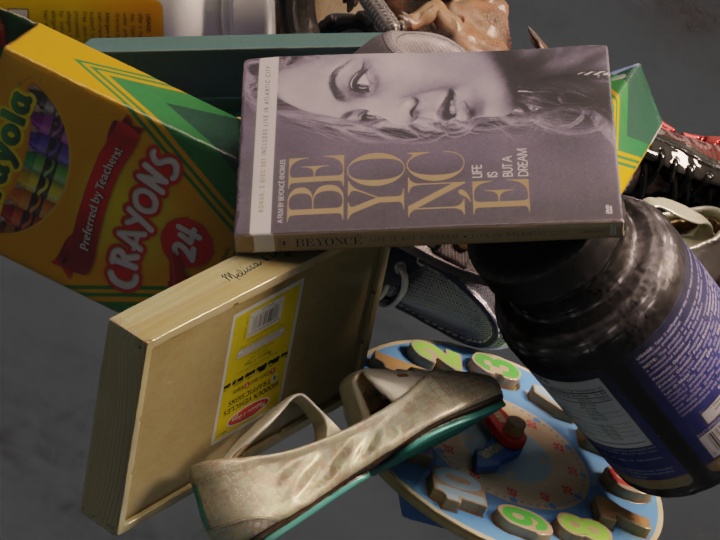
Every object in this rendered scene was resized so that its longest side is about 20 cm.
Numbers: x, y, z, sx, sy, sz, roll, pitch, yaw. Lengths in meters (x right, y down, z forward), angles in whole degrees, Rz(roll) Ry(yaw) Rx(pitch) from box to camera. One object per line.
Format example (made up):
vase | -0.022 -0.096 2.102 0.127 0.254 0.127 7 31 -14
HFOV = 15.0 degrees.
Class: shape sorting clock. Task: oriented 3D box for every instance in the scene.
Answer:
shape sorting clock | 0.083 0.102 1.564 0.200 0.039 0.200 17 29 -10

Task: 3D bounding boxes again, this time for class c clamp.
c clamp | -0.009 -0.164 1.715 0.027 0.171 0.200 -12 58 -28

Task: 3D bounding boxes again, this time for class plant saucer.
plant saucer | -0.068 -0.117 1.638 0.200 0.070 0.019 -1 58 3

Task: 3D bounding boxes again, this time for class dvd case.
dvd case | 0.035 -0.067 1.449 0.200 0.016 0.149 -3 42 3

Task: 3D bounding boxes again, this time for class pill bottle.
pill bottle | -0.155 -0.181 1.750 0.200 0.113 0.113 1 29 2
pill bottle | 0.143 0.029 1.505 0.200 0.112 0.112 49 8 -40

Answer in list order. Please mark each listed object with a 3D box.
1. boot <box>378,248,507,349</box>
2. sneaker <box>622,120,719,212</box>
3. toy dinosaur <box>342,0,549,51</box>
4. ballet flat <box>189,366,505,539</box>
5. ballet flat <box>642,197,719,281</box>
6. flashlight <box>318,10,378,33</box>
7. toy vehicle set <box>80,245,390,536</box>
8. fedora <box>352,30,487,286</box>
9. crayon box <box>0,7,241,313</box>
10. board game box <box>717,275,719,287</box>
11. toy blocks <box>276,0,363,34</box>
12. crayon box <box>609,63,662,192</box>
boot | 0.000 0.000 1.627 0.200 0.073 0.090 34 46 6
sneaker | 0.214 -0.065 1.913 0.200 0.071 0.098 25 28 10
toy dinosaur | 0.071 -0.152 1.758 0.135 0.086 0.200 -3 61 -21
ballet flat | -0.005 0.084 1.450 0.200 0.067 0.062 -27 86 -35
ballet flat | 0.166 -0.021 1.808 0.200 0.069 0.069 -1 36 -37
flashlight | 0.034 -0.140 1.884 0.068 0.068 0.200 -8 -2 26
toy vehicle set | -0.062 0.047 1.435 0.027 0.124 0.200 31 37 27
fedora | 0.042 -0.076 1.567 0.200 0.090 0.177 28 19 -27
crayon box | -0.153 -0.054 1.575 0.200 0.127 0.051 25 28 8
board game box | 0.337 0.027 1.812 0.159 0.097 0.200 14 29 -15
toy blocks | -0.031 -0.180 1.878 0.100 0.137 0.200 27 21 28
crayon box | 0.114 -0.066 1.790 0.126 0.052 0.200 -16 18 24
